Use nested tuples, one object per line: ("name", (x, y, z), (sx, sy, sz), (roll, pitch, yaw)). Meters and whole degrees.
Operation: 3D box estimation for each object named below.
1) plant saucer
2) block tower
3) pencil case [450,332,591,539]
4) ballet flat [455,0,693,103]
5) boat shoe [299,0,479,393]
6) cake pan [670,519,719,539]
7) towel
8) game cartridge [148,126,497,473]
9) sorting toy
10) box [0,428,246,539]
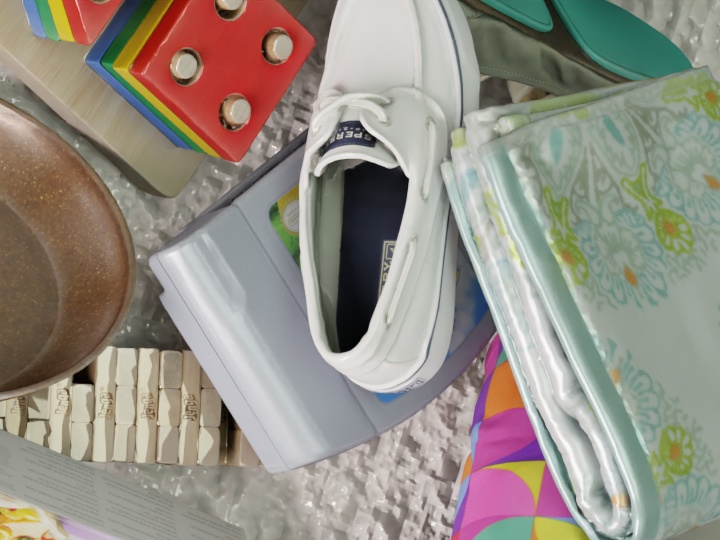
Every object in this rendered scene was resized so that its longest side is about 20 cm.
("plant saucer", (-0.195, -0.009, 1.157), (0.200, 0.037, 0.200), (15, 41, -13))
("block tower", (-0.127, 0.059, 1.220), (0.200, 0.058, 0.054), (4, 86, -22))
("pencil case", (0.085, 0.108, 1.216), (0.088, 0.088, 0.200), (32, 41, -19))
("ballet flat", (0.079, -0.108, 1.312), (0.200, 0.064, 0.067), (18, 38, -43))
("boat shoe", (0.009, -0.049, 1.188), (0.065, 0.074, 0.200), (26, 58, -61))
("cake pan", (0.208, 0.145, 1.330), (0.200, 0.037, 0.200), (-5, 110, -14))
("towel", (0.132, 0.012, 1.204), (0.171, 0.048, 0.200), (-16, 83, -43))
("game cartridge", (0.000, 0.000, 1.251), (0.200, 0.040, 0.133), (-42, 109, -42))
("sorting toy", (-0.082, -0.164, 1.208), (0.199, 0.070, 0.200), (44, 72, -36))
("box", (-0.131, 0.108, 1.185), (0.200, 0.039, 0.041), (27, 36, -40))
